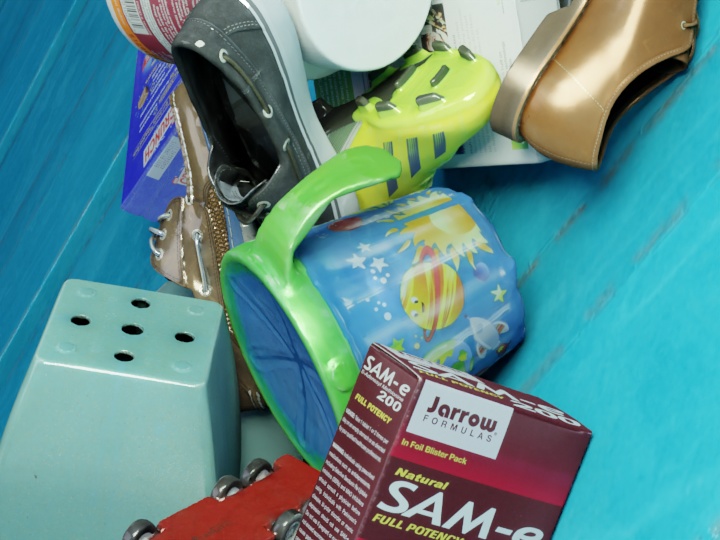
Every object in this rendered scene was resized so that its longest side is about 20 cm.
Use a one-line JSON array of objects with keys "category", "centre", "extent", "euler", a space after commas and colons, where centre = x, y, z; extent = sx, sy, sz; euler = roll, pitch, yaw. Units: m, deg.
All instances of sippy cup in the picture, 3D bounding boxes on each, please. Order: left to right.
[{"category": "sippy cup", "centre": [0.013, 0.024, 0.939], "extent": [0.140, 0.129, 0.178], "euler": [59, 162, 12]}]

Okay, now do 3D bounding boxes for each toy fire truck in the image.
[{"category": "toy fire truck", "centre": [-0.057, 0.173, 0.906], "extent": [0.048, 0.199, 0.143], "euler": [23, 117, 29]}]

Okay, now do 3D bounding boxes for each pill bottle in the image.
[{"category": "pill bottle", "centre": [-0.054, -0.164, 0.996], "extent": [0.199, 0.109, 0.111], "euler": [16, 86, 52]}]

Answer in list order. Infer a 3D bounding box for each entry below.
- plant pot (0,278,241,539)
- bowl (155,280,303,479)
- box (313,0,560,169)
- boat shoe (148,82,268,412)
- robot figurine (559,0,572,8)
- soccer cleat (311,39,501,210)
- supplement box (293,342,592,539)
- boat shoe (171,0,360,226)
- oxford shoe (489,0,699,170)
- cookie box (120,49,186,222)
[{"category": "plant pot", "centre": [-0.135, 0.118, 0.969], "extent": [0.142, 0.139, 0.202], "euler": [-84, 4, -62]}, {"category": "bowl", "centre": [-0.097, 0.082, 1.136], "extent": [0.201, 0.104, 0.203], "euler": [-172, 90, -80]}, {"category": "box", "centre": [0.037, -0.131, 1.005], "extent": [0.199, 0.036, 0.146], "euler": [1, 102, 53]}, {"category": "boat shoe", "centre": [-0.085, -0.015, 1.031], "extent": [0.072, 0.072, 0.202], "euler": [16, -123, -76]}, {"category": "robot figurine", "centre": [0.055, -0.153, 1.051], "extent": [0.146, 0.058, 0.200], "euler": [61, 142, 20]}, {"category": "soccer cleat", "centre": [0.020, -0.067, 0.984], "extent": [0.199, 0.084, 0.065], "euler": [-19, 27, 52]}, {"category": "supplement box", "centre": [0.024, 0.149, 0.866], "extent": [0.061, 0.108, 0.202], "euler": [29, 100, 62]}, {"category": "boat shoe", "centre": [-0.054, -0.061, 0.941], "extent": [0.069, 0.201, 0.066], "euler": [22, 54, 30]}, {"category": "oxford shoe", "centre": [0.147, -0.139, 0.891], "extent": [0.201, 0.071, 0.071], "euler": [-59, -20, -1]}, {"category": "cookie box", "centre": [-0.137, -0.163, 1.531], "extent": [0.171, 0.075, 0.202], "euler": [-47, 32, 43]}]
